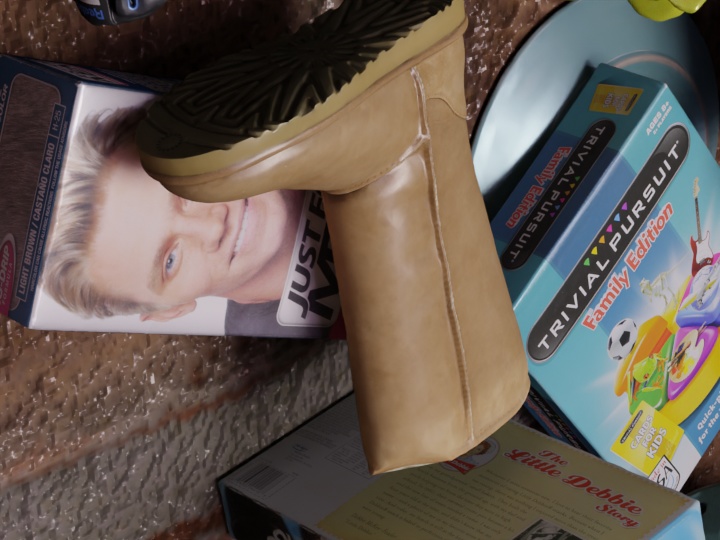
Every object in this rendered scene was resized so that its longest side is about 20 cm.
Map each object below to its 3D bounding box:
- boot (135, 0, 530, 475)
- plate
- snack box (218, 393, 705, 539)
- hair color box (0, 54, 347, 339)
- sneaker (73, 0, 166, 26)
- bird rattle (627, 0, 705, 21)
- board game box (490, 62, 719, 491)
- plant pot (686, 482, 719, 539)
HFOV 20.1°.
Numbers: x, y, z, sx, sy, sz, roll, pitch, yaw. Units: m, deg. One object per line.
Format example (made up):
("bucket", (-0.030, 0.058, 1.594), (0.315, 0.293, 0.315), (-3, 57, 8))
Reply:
("boot", (0.000, 0.000, 0.839), (0.175, 0.066, 0.201), (-31, 125, -33))
("plate", (0.130, -0.048, 1.064), (0.199, 0.025, 0.202), (-18, 118, -39))
("snack box", (0.042, 0.112, 0.915), (0.116, 0.199, 0.037), (-31, 124, -31))
("hair color box", (-0.065, -0.026, 0.857), (0.199, 0.060, 0.101), (3, 103, -44))
("sneaker", (-0.114, -0.144, 0.751), (0.199, 0.073, 0.113), (-11, 113, -43))
("bird rattle", (0.161, -0.204, 0.901), (0.200, 0.113, 0.163), (-38, 113, -7))
("board game box", (0.140, 0.016, 1.047), (0.151, 0.047, 0.200), (-55, 135, -12))
("plant pot", (0.262, 0.223, 1.194), (0.196, 0.200, 0.201), (27, 87, -39))
